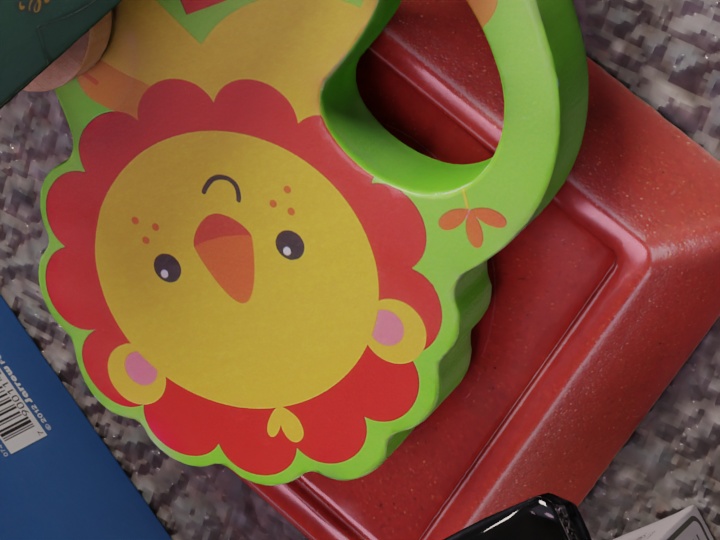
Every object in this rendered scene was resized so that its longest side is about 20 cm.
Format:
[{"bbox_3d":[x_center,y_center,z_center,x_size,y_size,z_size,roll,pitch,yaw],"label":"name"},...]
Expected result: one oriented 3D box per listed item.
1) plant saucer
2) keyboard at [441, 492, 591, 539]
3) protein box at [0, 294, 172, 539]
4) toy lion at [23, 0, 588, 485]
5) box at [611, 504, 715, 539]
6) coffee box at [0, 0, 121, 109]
[{"bbox_3d":[0.000,0.000,0.820,0.200,0.037,0.200,40,118,13],"label":"plant saucer"},{"bbox_3d":[0.051,0.169,0.692,0.104,0.040,0.200,-26,67,10],"label":"keyboard"},{"bbox_3d":[-0.206,0.083,0.859,0.135,0.200,0.199,-39,85,31],"label":"protein box"},{"bbox_3d":[-0.019,-0.031,0.770,0.200,0.069,0.192,-17,103,31],"label":"toy lion"},{"bbox_3d":[0.104,0.186,0.772,0.060,0.117,0.200,-28,91,32],"label":"box"},{"bbox_3d":[-0.108,-0.146,0.750,0.123,0.044,0.200,-38,46,14],"label":"coffee box"}]
